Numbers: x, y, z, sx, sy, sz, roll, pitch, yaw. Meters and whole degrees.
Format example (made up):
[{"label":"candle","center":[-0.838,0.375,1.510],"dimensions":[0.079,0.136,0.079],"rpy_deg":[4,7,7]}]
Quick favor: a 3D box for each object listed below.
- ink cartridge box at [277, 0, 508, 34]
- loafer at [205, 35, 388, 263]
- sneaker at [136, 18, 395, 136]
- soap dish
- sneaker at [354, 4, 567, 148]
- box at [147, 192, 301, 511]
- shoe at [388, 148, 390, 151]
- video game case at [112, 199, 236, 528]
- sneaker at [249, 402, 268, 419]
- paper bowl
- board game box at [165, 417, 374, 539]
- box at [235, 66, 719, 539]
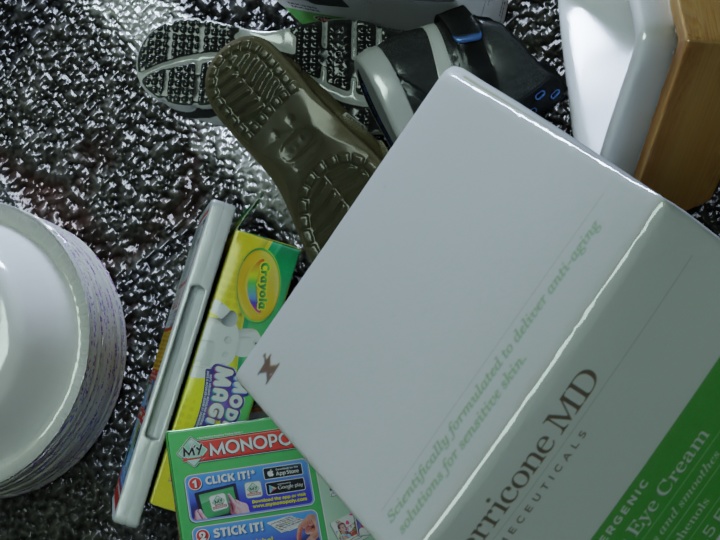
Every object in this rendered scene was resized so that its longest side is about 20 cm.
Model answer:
[{"label":"ink cartridge box","center":[0.002,-0.210,1.013],"dimensions":[0.145,0.200,0.084],"rpy_deg":[11,84,20]},{"label":"loafer","center":[-0.014,-0.060,1.001],"dimensions":[0.076,0.067,0.200],"rpy_deg":[-36,82,20]},{"label":"sneaker","center":[-0.045,-0.126,1.087],"dimensions":[0.199,0.080,0.074],"rpy_deg":[8,82,2]},{"label":"soap dish","center":[0.171,-0.144,0.944],"dimensions":[0.081,0.158,0.201],"rpy_deg":[2,52,-5]},{"label":"sneaker","center":[0.086,-0.063,0.989],"dimensions":[0.112,0.073,0.201],"rpy_deg":[-27,105,-4]},{"label":"box","center":[-0.085,0.052,1.036],"dimensions":[0.048,0.117,0.201],"rpy_deg":[16,86,-7]},{"label":"shoe","center":[0.000,0.000,1.039],"dimensions":[0.070,0.053,0.201],"rpy_deg":[24,80,16]},{"label":"video game case","center":[-0.120,0.058,1.039],"dimensions":[0.017,0.143,0.201],"rpy_deg":[18,85,-8]},{"label":"sneaker","center":[-0.046,0.171,1.026],"dimensions":[0.078,0.077,0.201],"rpy_deg":[5,59,-19]},{"label":"paper bowl","center":[-0.267,0.052,1.105],"dimensions":[0.200,0.104,0.202],"rpy_deg":[-3,79,16]},{"label":"board game box","center":[-0.003,0.143,0.928],"dimensions":[0.199,0.029,0.135],"rpy_deg":[-7,63,-8]},{"label":"box","center":[0.086,0.046,0.797],"dimensions":[0.199,0.171,0.200],"rpy_deg":[-55,34,4]}]
